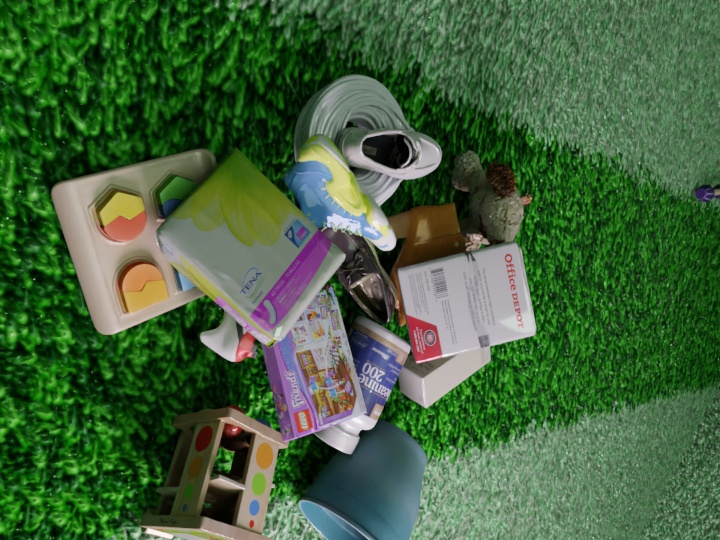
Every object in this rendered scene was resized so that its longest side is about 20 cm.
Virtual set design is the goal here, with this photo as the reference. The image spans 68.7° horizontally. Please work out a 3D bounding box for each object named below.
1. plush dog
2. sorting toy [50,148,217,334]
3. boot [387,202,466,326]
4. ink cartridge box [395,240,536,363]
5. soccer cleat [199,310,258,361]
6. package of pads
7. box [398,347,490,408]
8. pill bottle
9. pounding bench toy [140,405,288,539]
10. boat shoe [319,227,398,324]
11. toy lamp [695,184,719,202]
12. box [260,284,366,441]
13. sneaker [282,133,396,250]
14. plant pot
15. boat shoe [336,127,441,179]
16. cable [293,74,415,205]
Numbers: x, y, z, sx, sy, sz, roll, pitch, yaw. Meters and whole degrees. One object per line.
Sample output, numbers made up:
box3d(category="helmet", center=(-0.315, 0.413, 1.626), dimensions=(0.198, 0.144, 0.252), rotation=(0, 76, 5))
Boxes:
box3d(category="plush dog", center=(0.242, -0.104, 0.941), dimensions=(0.153, 0.172, 0.208), rotation=(0, 108, 5))
box3d(category="sorting toy", center=(-0.254, -0.038, 0.660), dimensions=(0.196, 0.036, 0.192), rotation=(-23, 116, -33))
box3d(category="boot", center=(0.116, -0.007, 0.913), dimensions=(0.138, 0.071, 0.209), rotation=(-6, 105, 6))
box3d(category="ink cartridge box", center=(0.165, 0.048, 0.844), dimensions=(0.192, 0.084, 0.150), rotation=(-13, 91, 2))
box3d(category="soccer cleat", center=(-0.150, 0.022, 0.718), dimensions=(0.082, 0.069, 0.206), rotation=(20, 66, -5))
box3d(category="package of pads", center=(-0.137, -0.024, 0.658), dimensions=(0.199, 0.068, 0.156), rotation=(43, 66, -7))
box3d(category="box", center=(0.168, 0.181, 1.045), dimensions=(0.196, 0.081, 0.071), rotation=(-26, 118, -33))
box3d(category="pill bottle", center=(-0.003, 0.191, 0.884), dimensions=(0.110, 0.109, 0.205), rotation=(33, 80, -40))
box3d(category="pounding bench toy", center=(-0.217, 0.282, 0.732), dimensions=(0.124, 0.195, 0.161), rotation=(41, 45, -40))
box3d(category="boat shoe", center=(0.000, 0.000, 0.838), dimensions=(0.072, 0.066, 0.201), rotation=(-32, 115, 18))
box3d(category="toy lamp", center=(1.199, -0.267, 1.802), dimensions=(0.195, 0.057, 0.061), rotation=(-11, 109, -40))
box3d(category="box", center=(-0.076, 0.131, 0.785), dimensions=(0.133, 0.039, 0.207), rotation=(-5, 74, -41))
box3d(category="sneaker", center=(-0.034, -0.085, 0.739), dimensions=(0.104, 0.076, 0.201), rotation=(-38, 116, 3))
box3d(category="plant pot", center=(0.023, 0.377, 0.913), dimensions=(0.189, 0.195, 0.204), rotation=(-51, 129, -33))
box3d(category="boat shoe", center=(0.058, -0.175, 0.773), dimensions=(0.195, 0.065, 0.075), rotation=(3, 101, -39))
box3d(category="cable", center=(-0.010, -0.189, 0.803), dimensions=(0.201, 0.068, 0.202), rotation=(-48, 127, -17))
